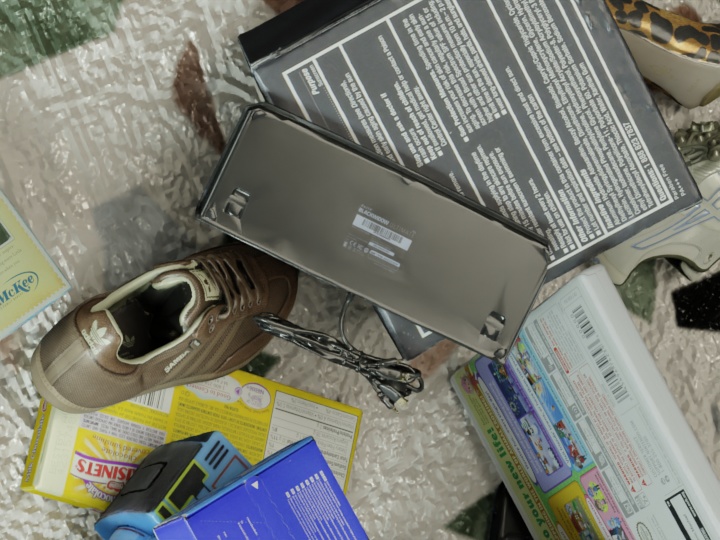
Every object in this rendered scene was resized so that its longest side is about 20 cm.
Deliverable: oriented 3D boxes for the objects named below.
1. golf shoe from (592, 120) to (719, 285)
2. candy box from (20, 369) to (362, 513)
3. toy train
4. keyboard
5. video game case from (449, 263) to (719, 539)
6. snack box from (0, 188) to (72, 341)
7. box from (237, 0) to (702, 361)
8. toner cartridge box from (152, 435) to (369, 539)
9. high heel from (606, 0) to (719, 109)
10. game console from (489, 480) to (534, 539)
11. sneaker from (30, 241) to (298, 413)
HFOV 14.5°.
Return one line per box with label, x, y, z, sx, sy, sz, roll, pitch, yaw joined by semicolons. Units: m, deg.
golf shoe;0.224;-0.044;1.837;0.199;0.078;0.098;-10;108;-26
candy box;-0.094;0.103;1.641;0.199;0.026;0.103;20;76;-28
toy train;-0.110;0.188;1.557;0.114;0.087;0.200;46;59;-15
keyboard;0.000;0.000;1.595;0.199;0.021;0.128;26;92;-11
video game case;0.142;0.117;1.664;0.022;0.182;0.201;-23;80;-31
snack box;-0.260;0.015;1.508;0.200;0.037;0.116;-38;93;-40
box;0.060;-0.090;1.653;0.198;0.123;0.201;-28;105;-1
toner cartridge box;-0.021;0.201;1.529;0.095;0.043;0.201;-29;91;-33
high heel;0.186;-0.170;1.825;0.200;0.071;0.143;-27;80;-42
game console;0.171;0.233;1.740;0.170;0.118;0.201;13;78;-30
sneaker;-0.093;0.025;1.597;0.200;0.075;0.071;-29;83;-44
